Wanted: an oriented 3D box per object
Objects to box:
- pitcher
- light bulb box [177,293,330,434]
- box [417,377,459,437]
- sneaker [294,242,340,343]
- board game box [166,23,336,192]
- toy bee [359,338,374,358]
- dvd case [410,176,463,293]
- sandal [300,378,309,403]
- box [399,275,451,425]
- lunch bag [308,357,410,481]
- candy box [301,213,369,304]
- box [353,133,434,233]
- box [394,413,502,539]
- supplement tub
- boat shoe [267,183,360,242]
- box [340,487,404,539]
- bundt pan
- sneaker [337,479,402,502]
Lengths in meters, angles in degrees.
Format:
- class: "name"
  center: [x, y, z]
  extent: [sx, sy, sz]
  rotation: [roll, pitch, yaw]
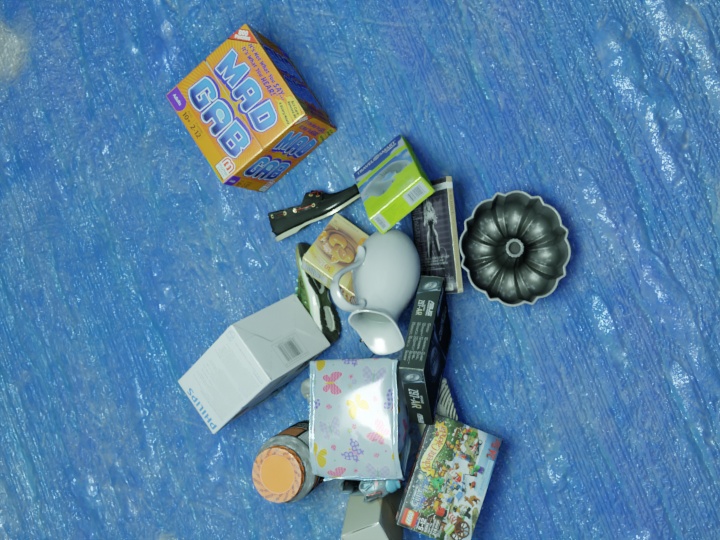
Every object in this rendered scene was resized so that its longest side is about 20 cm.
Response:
- class: "pitcher"
  center: [0.024, 0.015, 1.507]
  extent: [0.120, 0.203, 0.171]
  rotation: [-21, 130, 36]
- class: "light bulb box"
  center: [-0.197, 0.171, 1.627]
  extent: [0.126, 0.197, 0.200]
  rotation: [52, 125, 8]
- class: "box"
  center: [0.150, 0.303, 1.612]
  extent: [0.067, 0.082, 0.205]
  rotation: [-17, 88, -8]
- class: "sneaker"
  center: [-0.107, 0.049, 1.698]
  extent: [0.087, 0.076, 0.205]
  rotation: [-18, 81, 33]
- class: "board game box"
  center: [-0.198, -0.294, 1.643]
  extent: [0.198, 0.199, 0.202]
  rotation: [-37, 81, 12]
- class: "toy bee"
  center: [0.019, 0.221, 1.650]
  extent: [0.129, 0.108, 0.205]
  rotation: [19, 71, -24]
- class: "dvd case"
  center: [0.135, -0.060, 1.595]
  extent: [0.016, 0.148, 0.206]
  rotation: [-6, 90, -24]
- class: "sandal"
  center: [-0.030, 0.275, 1.682]
  extent: [0.203, 0.083, 0.050]
  rotation: [45, 59, 4]
- class: "box"
  center: [0.116, 0.138, 1.531]
  extent: [0.042, 0.162, 0.203]
  rotation: [4, 48, 16]
- class: "lunch bag"
  center: [-0.001, 0.260, 1.524]
  extent: [0.165, 0.127, 0.205]
  rotation: [-4, 76, 16]
- class: "candy box"
  center: [0.000, 0.000, 1.635]
  extent: [0.198, 0.055, 0.116]
  rotation: [35, 68, 6]
- class: "box"
  center: [0.055, -0.164, 1.584]
  extent: [0.121, 0.201, 0.048]
  rotation: [-38, 121, 13]
- class: "box"
  center: [0.155, 0.369, 1.547]
  extent: [0.134, 0.038, 0.204]
  rotation: [20, 83, -4]
- class: "supplement tub"
  center: [-0.122, 0.357, 1.635]
  extent: [0.119, 0.200, 0.126]
  rotation: [0, 92, 16]
- class: "boat shoe"
  center: [-0.089, -0.122, 1.681]
  extent: [0.198, 0.074, 0.064]
  rotation: [-23, 93, 19]
- class: "box"
  center: [0.027, 0.443, 1.586]
  extent: [0.076, 0.201, 0.096]
  rotation: [-23, 107, 14]
- class: "bundt pan"
  center: [0.270, -0.034, 1.564]
  extent: [0.196, 0.076, 0.208]
  rotation: [0, 82, 2]
- class: "sneaker"
  center: [-0.010, 0.356, 1.588]
  extent: [0.094, 0.199, 0.081]
  rotation: [-28, 109, -21]
